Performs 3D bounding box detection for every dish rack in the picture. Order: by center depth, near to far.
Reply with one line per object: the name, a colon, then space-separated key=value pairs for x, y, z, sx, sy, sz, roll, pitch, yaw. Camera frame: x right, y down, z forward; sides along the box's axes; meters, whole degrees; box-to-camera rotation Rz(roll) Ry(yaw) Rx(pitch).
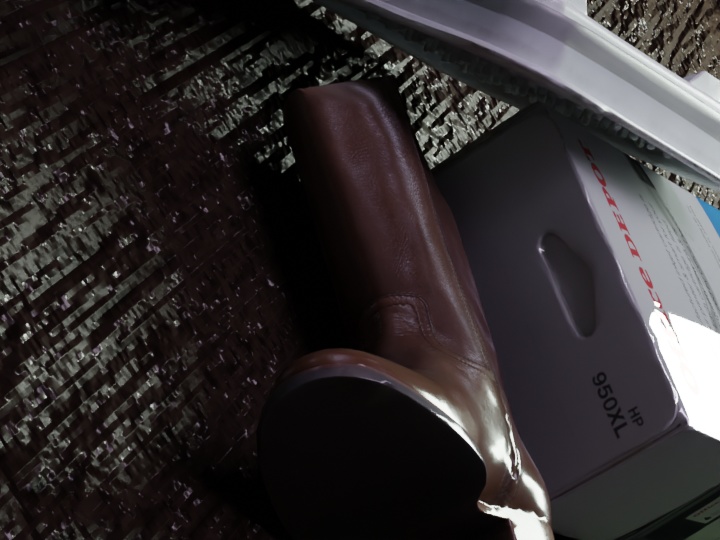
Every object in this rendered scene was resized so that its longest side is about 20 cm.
dish rack: x=0.059 y=-0.093 z=0.938 sx=0.171 sy=0.044 sz=0.200 roll=25 pitch=1 yaw=37

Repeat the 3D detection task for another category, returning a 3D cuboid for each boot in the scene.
boot: x=0.000 y=0.000 z=0.790 sx=0.186 sy=0.064 sz=0.201 roll=51 pitch=22 yaw=-56

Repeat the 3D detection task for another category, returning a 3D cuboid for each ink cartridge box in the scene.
ink cartridge box: x=0.109 y=0.033 z=0.962 sx=0.200 sy=0.084 sz=0.145 roll=23 pitch=39 yaw=-57
